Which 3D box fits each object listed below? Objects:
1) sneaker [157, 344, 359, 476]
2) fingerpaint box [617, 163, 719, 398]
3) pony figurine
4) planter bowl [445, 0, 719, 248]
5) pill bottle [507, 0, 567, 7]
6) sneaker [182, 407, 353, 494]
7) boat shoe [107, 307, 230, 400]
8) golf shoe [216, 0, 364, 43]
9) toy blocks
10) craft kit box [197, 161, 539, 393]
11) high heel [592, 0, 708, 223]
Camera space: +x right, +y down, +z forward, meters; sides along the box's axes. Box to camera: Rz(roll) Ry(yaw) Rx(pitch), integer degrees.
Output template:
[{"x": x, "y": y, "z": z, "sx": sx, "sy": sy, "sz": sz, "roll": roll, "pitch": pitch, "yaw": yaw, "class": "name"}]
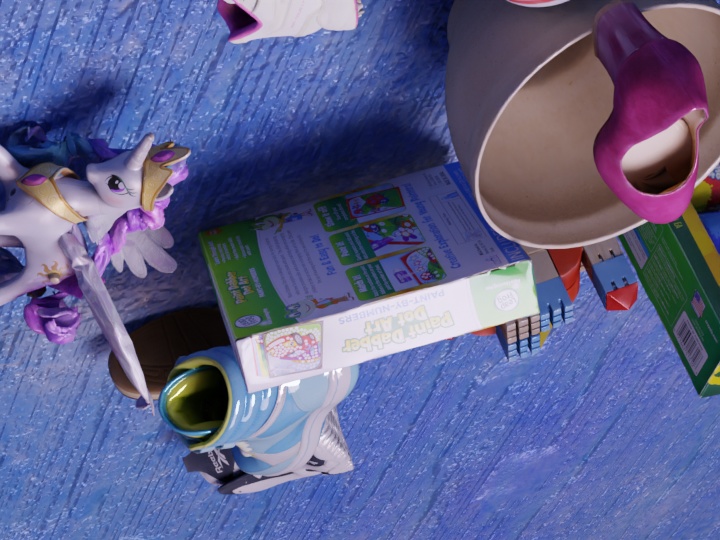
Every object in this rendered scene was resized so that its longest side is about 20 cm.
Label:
[{"x": -0.090, "y": 0.098, "z": 1.579, "sx": 0.130, "sy": 0.080, "sz": 0.200, "roll": -17, "pitch": 156, "yaw": -27, "class": "sneaker"}, {"x": 0.292, "y": -0.018, "z": 1.686, "sx": 0.167, "sy": 0.200, "sz": 0.073, "roll": -8, "pitch": 146, "yaw": -22, "class": "fingerpaint box"}, {"x": -0.192, "y": -0.014, "z": 1.448, "sx": 0.200, "sy": 0.167, "sz": 0.193, "roll": -7, "pitch": 142, "yaw": 4, "class": "pony figurine"}, {"x": 0.136, "y": -0.132, "z": 1.458, "sx": 0.200, "sy": 0.135, "sz": 0.200, "roll": -18, "pitch": 142, "yaw": -15, "class": "planter bowl"}, {"x": 0.064, "y": -0.236, "z": 1.281, "sx": 0.114, "sy": 0.114, "sz": 0.200, "roll": -35, "pitch": 147, "yaw": 19, "class": "pill bottle"}, {"x": -0.077, "y": 0.134, "z": 1.767, "sx": 0.129, "sy": 0.080, "sz": 0.199, "roll": -17, "pitch": 180, "yaw": -1, "class": "sneaker"}, {"x": -0.093, "y": 0.067, "z": 1.696, "sx": 0.200, "sy": 0.072, "sz": 0.072, "roll": -16, "pitch": 148, "yaw": -23, "class": "boat shoe"}, {"x": -0.054, "y": -0.194, "z": 1.310, "sx": 0.091, "sy": 0.075, "sz": 0.200, "roll": -18, "pitch": 148, "yaw": -2, "class": "golf shoe"}, {"x": 0.109, "y": -0.001, "z": 1.655, "sx": 0.200, "sy": 0.137, "sz": 0.100, "roll": -19, "pitch": 149, "yaw": -7, "class": "toy blocks"}, {"x": 0.000, "y": 0.000, "z": 1.525, "sx": 0.197, "sy": 0.200, "sz": 0.049, "roll": -13, "pitch": 113, "yaw": -6, "class": "craft kit box"}, {"x": 0.188, "y": -0.071, "z": 1.372, "sx": 0.067, "sy": 0.096, "sz": 0.200, "roll": -24, "pitch": 142, "yaw": -8, "class": "high heel"}]
